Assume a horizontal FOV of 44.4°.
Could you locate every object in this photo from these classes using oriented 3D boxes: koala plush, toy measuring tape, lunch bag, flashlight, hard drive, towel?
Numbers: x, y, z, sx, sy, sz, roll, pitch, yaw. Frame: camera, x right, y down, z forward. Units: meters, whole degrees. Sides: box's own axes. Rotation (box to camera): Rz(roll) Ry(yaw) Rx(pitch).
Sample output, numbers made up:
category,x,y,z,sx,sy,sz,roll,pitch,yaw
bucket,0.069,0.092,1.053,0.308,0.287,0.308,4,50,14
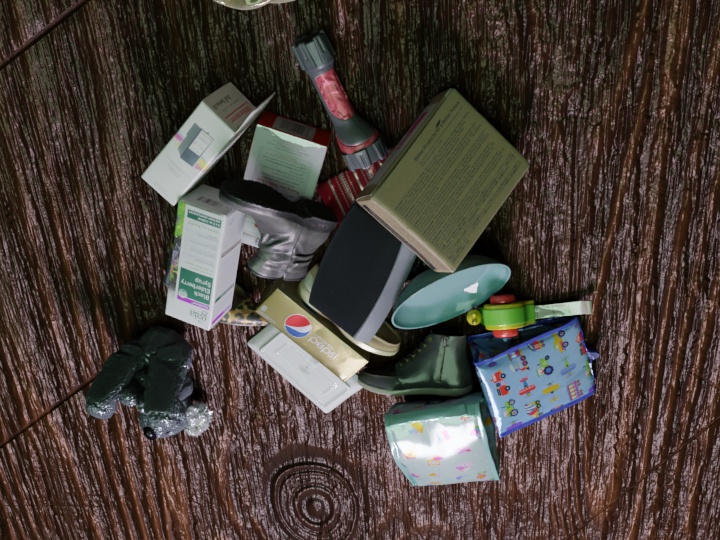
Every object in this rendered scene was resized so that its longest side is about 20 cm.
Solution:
category,x,y,z,sx,sy,sz,roll,pitch,yaw
koala plush,-0.349,0.221,1.545,0.175,0.185,0.201,6,142,15
toy measuring tape,0.265,0.068,1.391,0.198,0.074,0.074,-5,119,15
lunch bag,0.139,0.275,1.482,0.168,0.123,0.201,-9,143,14
lunch bag,0.294,0.162,1.446,0.198,0.094,0.152,-18,114,7
flashlight,-0.029,-0.242,1.260,0.067,0.068,0.201,-18,117,19
hard drive,0.000,0.000,1.334,0.134,0.042,0.201,37,117,20
towel,0.044,-0.105,1.338,0.198,0.022,0.146,-24,98,21

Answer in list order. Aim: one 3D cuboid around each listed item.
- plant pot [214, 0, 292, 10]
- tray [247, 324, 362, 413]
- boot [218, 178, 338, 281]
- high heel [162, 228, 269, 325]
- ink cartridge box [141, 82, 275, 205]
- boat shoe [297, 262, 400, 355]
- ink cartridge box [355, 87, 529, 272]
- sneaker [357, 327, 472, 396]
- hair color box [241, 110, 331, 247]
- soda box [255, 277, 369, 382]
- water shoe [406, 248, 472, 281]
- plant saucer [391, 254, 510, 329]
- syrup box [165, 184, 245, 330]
category,x,y,z,sx,sy,sz,roll,pitch,yaw
plant pot,-0.133,-0.415,1.107,0.198,0.184,0.202,4,121,6
tray,-0.095,0.167,1.535,0.107,0.022,0.200,-39,108,24
boot,-0.137,-0.049,1.288,0.198,0.070,0.132,18,119,-32
high heel,-0.224,0.007,1.428,0.198,0.072,0.143,26,127,3
ink cartridge box,-0.220,-0.199,1.283,0.067,0.117,0.200,43,116,-8
boat shoe,-0.008,0.064,1.436,0.199,0.072,0.065,37,119,-8
ink cartridge box,0.117,-0.125,1.245,0.164,0.075,0.201,41,78,-14
sneaker,0.089,0.148,1.480,0.198,0.075,0.108,-1,103,16
hair color box,-0.123,-0.128,1.344,0.110,0.064,0.202,17,120,-4
soda box,-0.075,0.092,1.461,0.200,0.068,0.064,40,117,-15
water shoe,0.088,-0.024,1.363,0.199,0.079,0.072,-32,111,23
plant saucer,0.134,0.028,1.359,0.198,0.036,0.200,-19,157,-8
syrup box,-0.235,-0.019,1.342,0.078,0.081,0.202,19,117,11
